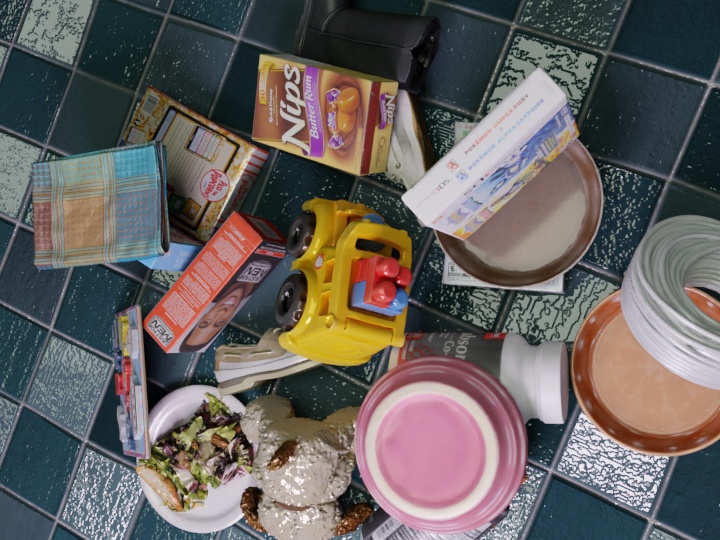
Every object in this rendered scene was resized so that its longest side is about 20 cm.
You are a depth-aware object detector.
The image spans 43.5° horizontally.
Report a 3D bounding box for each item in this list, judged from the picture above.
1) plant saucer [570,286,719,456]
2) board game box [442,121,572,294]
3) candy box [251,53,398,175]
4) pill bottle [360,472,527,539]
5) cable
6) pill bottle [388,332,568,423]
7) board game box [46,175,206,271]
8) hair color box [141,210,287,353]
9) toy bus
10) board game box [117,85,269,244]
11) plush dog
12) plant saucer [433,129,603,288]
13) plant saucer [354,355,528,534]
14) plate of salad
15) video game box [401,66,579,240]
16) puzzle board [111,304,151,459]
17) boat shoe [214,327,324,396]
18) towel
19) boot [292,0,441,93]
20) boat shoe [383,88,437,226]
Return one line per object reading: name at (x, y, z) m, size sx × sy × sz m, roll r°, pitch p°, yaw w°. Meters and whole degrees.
plant saucer at (0.346, 0.113, 1.046) m, size 0.200 × 0.032 × 0.201 m, roll -2°, pitch 85°, yaw 19°
board game box at (0.183, -0.077, 1.102) m, size 0.147 × 0.064 × 0.201 m, roll 5°, pitch 89°, yaw 19°
candy box at (-0.050, -0.203, 1.154) m, size 0.200 × 0.056 × 0.117 m, roll 23°, pitch 114°, yaw 38°
pill bottle at (0.104, 0.283, 1.080) m, size 0.200 × 0.106 × 0.106 m, roll -43°, pitch 74°, yaw 11°
cable at (0.382, 0.033, 0.973) m, size 0.199 × 0.069 × 0.200 m, roll 11°, pitch 51°, yaw 0°
pill bottle at (0.142, 0.131, 1.073) m, size 0.199 × 0.116 × 0.116 m, roll -2°, pitch 85°, yaw 19°
board game box at (-0.308, -0.062, 1.228) m, size 0.200 × 0.153 × 0.040 m, roll 30°, pitch 97°, yaw 20°
hair color box at (-0.190, 0.019, 1.207) m, size 0.061 × 0.101 × 0.200 m, roll 45°, pitch 102°, yaw 17°
toy bus at (0.000, 0.000, 1.070) m, size 0.192 × 0.135 × 0.201 m, roll -24°, pitch 54°, yaw 58°
board game box at (-0.248, -0.147, 1.268) m, size 0.200 × 0.046 × 0.152 m, roll 31°, pitch 96°, yaw 19°
plush dog at (-0.072, 0.267, 1.129) m, size 0.199 × 0.160 × 0.172 m, roll 4°, pitch 111°, yaw 14°
plant saucer at (0.182, -0.078, 1.053) m, size 0.200 × 0.032 × 0.201 m, roll -2°, pitch 85°, yaw 19°
plant saucer at (0.084, 0.197, 1.005) m, size 0.200 × 0.051 × 0.201 m, roll 0°, pitch 90°, yaw 19°
plate of salad at (-0.225, 0.257, 1.229) m, size 0.199 × 0.048 × 0.201 m, roll -2°, pitch 85°, yaw 20°
video game box at (0.144, -0.113, 0.948) m, size 0.182 × 0.200 × 0.047 m, roll -41°, pitch 77°, yaw 12°
puzzle board at (-0.316, 0.153, 1.232) m, size 0.017 × 0.151 × 0.201 m, roll -3°, pitch 83°, yaw -25°
boat shoe at (-0.106, 0.107, 1.184) m, size 0.200 × 0.075 × 0.069 m, roll -18°, pitch 81°, yaw 15°
towel at (-0.334, -0.080, 1.146) m, size 0.199 × 0.022 × 0.147 m, roll -6°, pitch 85°, yaw 20°
boot at (0.015, -0.327, 1.151) m, size 0.200 × 0.066 × 0.165 m, roll 24°, pitch 106°, yaw 39°
boat shoe at (0.057, -0.141, 1.151) m, size 0.069 × 0.071 × 0.201 m, roll -18°, pitch 71°, yaw 18°
